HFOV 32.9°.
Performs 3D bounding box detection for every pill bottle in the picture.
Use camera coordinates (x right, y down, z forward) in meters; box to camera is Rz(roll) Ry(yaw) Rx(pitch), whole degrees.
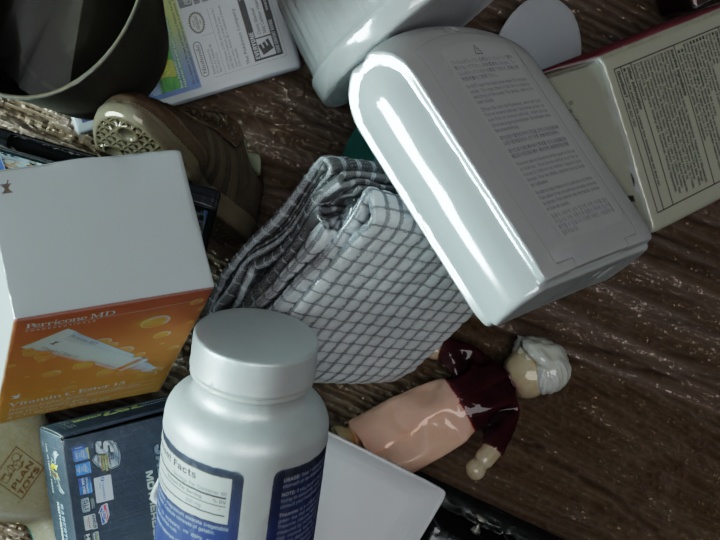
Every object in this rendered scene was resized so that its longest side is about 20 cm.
[{"bbox_3d":[-0.080,0.133,0.817,0.110,0.111,0.202,5,113,-8],"label":"pill bottle"}]

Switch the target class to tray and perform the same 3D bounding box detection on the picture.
[{"bbox_3d":[-0.046,0.164,0.909,0.199,0.022,0.108,27,99,-12],"label":"tray"}]

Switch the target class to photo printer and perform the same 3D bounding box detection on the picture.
[{"bbox_3d":[0.088,-0.073,0.803,0.069,0.166,0.201,-41,75,37],"label":"photo printer"}]

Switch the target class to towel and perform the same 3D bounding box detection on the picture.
[{"bbox_3d":[0.000,0.000,0.876,0.164,0.086,0.200,7,138,-38],"label":"towel"}]

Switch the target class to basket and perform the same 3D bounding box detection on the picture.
[{"bbox_3d":[-0.192,-0.176,0.802,0.134,0.200,0.182,7,83,-2],"label":"basket"}]

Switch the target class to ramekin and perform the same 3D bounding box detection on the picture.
[{"bbox_3d":[0.030,-0.214,0.869,0.202,0.202,0.095,-36,88,-3],"label":"ramekin"}]

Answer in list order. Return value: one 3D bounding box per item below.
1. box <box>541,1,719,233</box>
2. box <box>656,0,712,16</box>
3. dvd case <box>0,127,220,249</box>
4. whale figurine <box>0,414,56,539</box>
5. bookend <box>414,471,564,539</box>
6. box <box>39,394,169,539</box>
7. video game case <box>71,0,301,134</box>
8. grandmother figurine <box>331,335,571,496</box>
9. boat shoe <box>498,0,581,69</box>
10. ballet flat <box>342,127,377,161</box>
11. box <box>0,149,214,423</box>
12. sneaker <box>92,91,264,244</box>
[{"bbox_3d":[0.228,-0.116,0.909,0.199,0.109,0.129,-24,99,-30],"label":"box"},{"bbox_3d":[0.250,-0.312,0.945,0.099,0.075,0.202,-26,98,-5],"label":"box"},{"bbox_3d":[-0.202,-0.054,0.876,0.198,0.143,0.018,16,70,-7],"label":"dvd case"},{"bbox_3d":[-0.284,0.137,0.921,0.200,0.103,0.160,45,67,-33],"label":"whale figurine"},{"bbox_3d":[0.113,0.253,0.927,0.199,0.199,0.093,26,93,-9],"label":"bookend"},{"bbox_3d":[-0.150,0.200,0.930,0.156,0.051,0.202,-11,99,-34],"label":"box"},{"bbox_3d":[-0.158,-0.226,0.924,0.180,0.022,0.202,-17,99,-5],"label":"video game case"},{"bbox_3d":[0.077,0.106,0.974,0.198,0.061,0.122,-24,79,-10],"label":"grandmother figurine"},{"bbox_3d":[0.121,-0.114,0.954,0.071,0.066,0.202,13,77,-9],"label":"boat shoe"},{"bbox_3d":[0.002,-0.062,0.950,0.075,0.068,0.200,36,97,-32],"label":"ballet flat"},{"bbox_3d":[-0.184,0.016,0.805,0.123,0.200,0.098,-10,70,-23],"label":"box"},{"bbox_3d":[-0.126,-0.089,0.872,0.070,0.200,0.076,8,71,19],"label":"sneaker"}]
